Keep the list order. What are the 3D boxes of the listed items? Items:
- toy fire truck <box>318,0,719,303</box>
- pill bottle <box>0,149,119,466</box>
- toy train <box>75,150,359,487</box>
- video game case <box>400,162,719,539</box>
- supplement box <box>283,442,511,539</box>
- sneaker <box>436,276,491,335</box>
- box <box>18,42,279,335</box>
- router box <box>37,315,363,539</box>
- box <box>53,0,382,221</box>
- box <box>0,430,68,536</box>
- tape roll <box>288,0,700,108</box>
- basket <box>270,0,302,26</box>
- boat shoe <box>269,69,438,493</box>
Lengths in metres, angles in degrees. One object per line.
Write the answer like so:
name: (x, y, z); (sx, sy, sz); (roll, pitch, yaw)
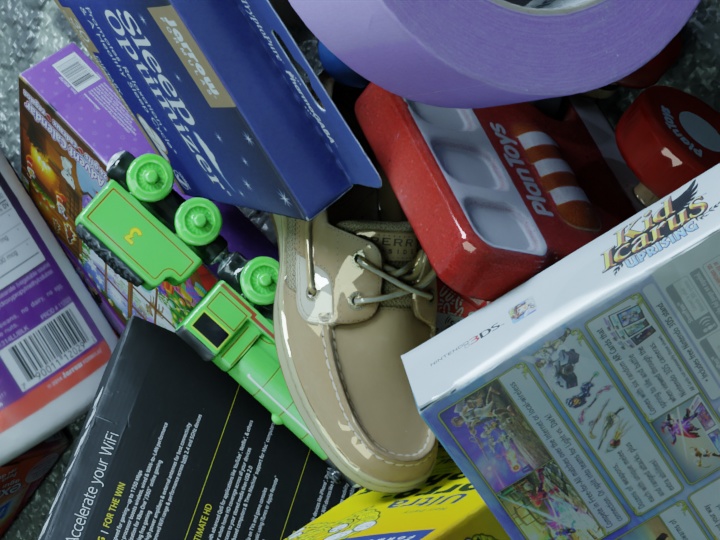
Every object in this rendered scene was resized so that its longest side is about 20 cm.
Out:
toy fire truck: (0.066, -0.062, 1.088); (0.112, 0.167, 0.201); (-50, 48, 30)
pill bottle: (-0.215, -0.002, 1.299); (0.111, 0.111, 0.201); (-27, 97, 35)
toy train: (-0.051, 0.025, 1.152); (0.200, 0.042, 0.056); (43, 79, -4)
video game case: (0.143, 0.066, 1.027); (0.181, 0.046, 0.200); (-32, 122, 6)
supplement box: (0.049, 0.147, 1.119); (0.108, 0.200, 0.110); (-13, 99, 36)
sneaker: (0.050, -0.001, 1.169); (0.201, 0.067, 0.109); (21, 109, 47)
box: (-0.102, -0.005, 1.272); (0.200, 0.039, 0.137); (45, 152, 22)
router box: (-0.075, 0.136, 1.155); (0.148, 0.201, 0.051); (24, 145, -6)
box: (-0.068, -0.083, 1.088); (0.121, 0.032, 0.200); (57, 162, -18)
box: (-0.273, 0.065, 1.412); (0.200, 0.095, 0.100); (50, 123, 19)
tape roll: (0.054, -0.168, 0.999); (0.066, 0.199, 0.201); (-2, 97, 58)
basket: (-0.066, -0.214, 1.074); (0.180, 0.136, 0.201); (45, 163, 51)
boat shoe: (0.000, 0.000, 1.118); (0.065, 0.071, 0.201); (-42, 56, 53)
